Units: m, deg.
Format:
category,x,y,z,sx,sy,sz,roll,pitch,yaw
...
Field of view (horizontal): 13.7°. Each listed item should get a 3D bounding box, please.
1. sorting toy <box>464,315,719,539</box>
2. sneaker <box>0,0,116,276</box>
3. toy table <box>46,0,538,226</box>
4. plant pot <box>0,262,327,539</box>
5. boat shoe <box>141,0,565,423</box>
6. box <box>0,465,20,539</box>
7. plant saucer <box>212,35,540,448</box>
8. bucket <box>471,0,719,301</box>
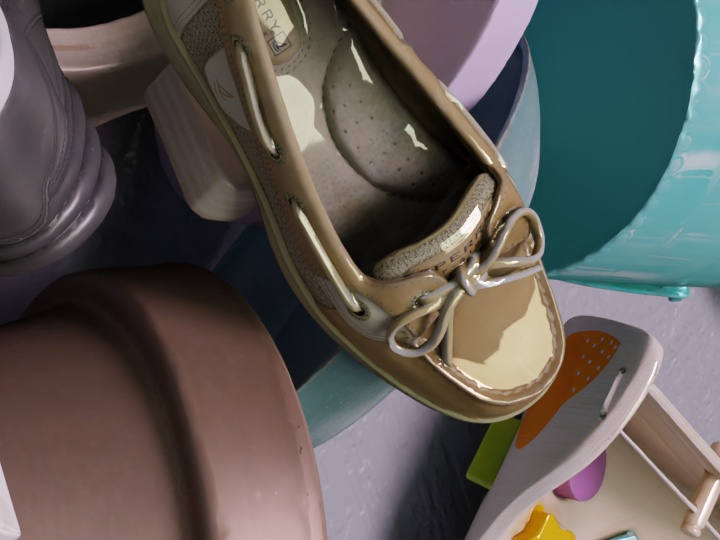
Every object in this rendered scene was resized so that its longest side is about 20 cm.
category,x,y,z,sx,sy,sz,roll,pitch,yaw
sorting toy,0.087,0.132,1.297,0.180,0.107,0.200,-57,139,-11
sneaker,-0.127,-0.079,0.924,0.070,0.201,0.099,-20,137,3
toy table,-0.039,-0.097,1.014,0.117,0.184,0.200,3,132,-45
plant pot,-0.130,0.097,0.964,0.174,0.200,0.201,0,103,-28
boat shoe,0.007,-0.030,0.920,0.073,0.063,0.201,-37,113,-15
box,-0.149,0.006,0.900,0.041,0.201,0.039,-36,141,18
plant saucer,0.000,0.000,1.066,0.036,0.200,0.200,42,66,-17
bucket,0.097,-0.089,1.154,0.134,0.207,0.208,-5,105,-47
